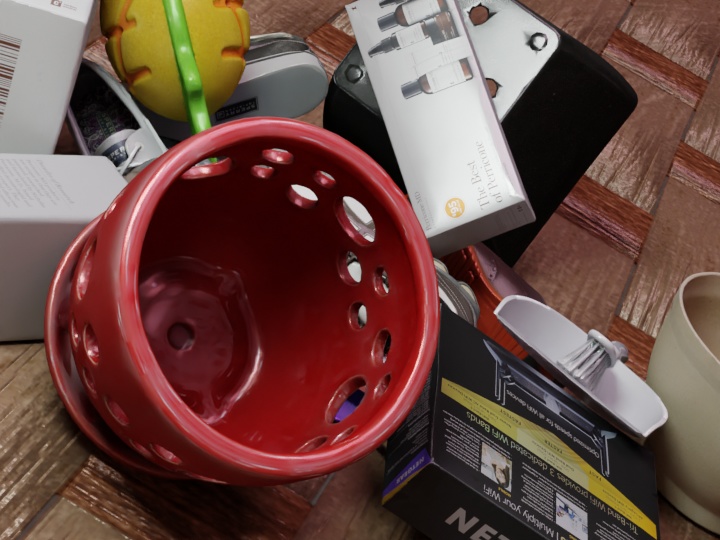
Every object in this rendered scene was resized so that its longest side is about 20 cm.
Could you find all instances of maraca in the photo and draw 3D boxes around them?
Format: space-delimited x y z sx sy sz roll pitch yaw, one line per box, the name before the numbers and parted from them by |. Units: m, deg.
maraca | -0.128 -0.159 1.343 0.106 0.138 0.202 -15 60 -3

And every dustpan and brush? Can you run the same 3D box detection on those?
dustpan and brush | 0.172 0.066 1.368 0.139 0.057 0.200 40 -2 13

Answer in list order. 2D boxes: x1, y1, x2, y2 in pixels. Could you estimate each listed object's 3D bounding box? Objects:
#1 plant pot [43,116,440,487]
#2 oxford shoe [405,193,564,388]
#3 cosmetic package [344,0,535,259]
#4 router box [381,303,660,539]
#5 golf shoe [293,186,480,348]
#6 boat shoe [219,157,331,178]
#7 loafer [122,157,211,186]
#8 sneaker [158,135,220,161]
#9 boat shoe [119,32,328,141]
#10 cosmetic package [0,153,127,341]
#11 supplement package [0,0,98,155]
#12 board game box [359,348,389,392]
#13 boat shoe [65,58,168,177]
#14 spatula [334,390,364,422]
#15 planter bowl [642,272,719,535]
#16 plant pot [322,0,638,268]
plant pot | -0.078 0.031 1.095 0.198 0.182 0.203 7 74 -25
oxford shoe | 0.094 0.020 1.464 0.072 0.071 0.201 -1 50 -51
cosmetic package | 0.057 -0.118 1.388 0.051 0.082 0.202 46 24 -67
router box | 0.108 0.135 1.221 0.199 0.052 0.158 35 32 -18
golf shoe | 0.000 0.000 1.313 0.199 0.078 0.095 27 15 -11
boat shoe | -0.051 -0.081 1.487 0.200 0.070 0.071 43 28 24
loafer | -0.096 0.017 1.236 0.063 0.072 0.201 -23 83 -46
sneaker | -0.088 -0.040 1.405 0.198 0.067 0.078 24 1 1
boat shoe | -0.126 -0.139 1.463 0.198 0.071 0.064 -13 45 -18
cosmetic package | -0.235 -0.014 1.157 0.199 0.102 0.074 -2 39 -47
supplement package | -0.237 -0.177 1.258 0.116 0.118 0.201 15 31 -9
board game box | 0.018 0.066 1.326 0.199 0.020 0.103 30 18 -7
boat shoe | -0.162 -0.074 1.325 0.201 0.071 0.069 65 5 34
spatula | 0.023 0.119 1.253 0.056 0.021 0.200 12 24 -35
planter bowl | 0.293 0.116 1.409 0.198 0.136 0.201 22 27 -12
plant pot | 0.082 -0.143 1.515 0.199 0.201 0.177 38 -1 18
